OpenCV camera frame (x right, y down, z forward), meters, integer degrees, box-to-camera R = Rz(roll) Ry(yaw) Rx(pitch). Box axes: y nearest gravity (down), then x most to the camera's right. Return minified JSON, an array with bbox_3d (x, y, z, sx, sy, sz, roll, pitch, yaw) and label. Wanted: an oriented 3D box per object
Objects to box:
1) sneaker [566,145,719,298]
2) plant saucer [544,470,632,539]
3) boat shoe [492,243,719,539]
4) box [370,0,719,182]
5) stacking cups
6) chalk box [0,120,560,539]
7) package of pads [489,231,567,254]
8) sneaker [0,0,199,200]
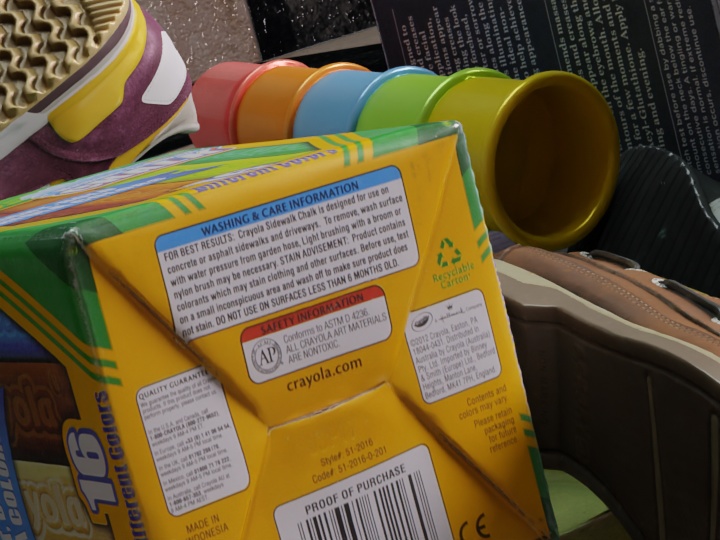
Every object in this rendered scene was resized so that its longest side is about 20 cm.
[{"bbox_3d":[0.136,0.022,0.791,0.088,0.074,0.200,19,13,-30],"label":"sneaker"},{"bbox_3d":[0.010,0.085,0.779,0.200,0.031,0.200,-14,8,2],"label":"plant saucer"},{"bbox_3d":[0.095,0.037,0.681,0.068,0.072,0.200,-14,31,-29],"label":"boat shoe"},{"bbox_3d":[0.125,-0.086,0.938,0.148,0.107,0.200,-17,6,-32],"label":"box"},{"bbox_3d":[0.002,-0.049,0.886,0.060,0.061,0.200,-21,21,-35],"label":"stacking cups"},{"bbox_3d":[-0.061,0.033,0.710,0.125,0.124,0.200,-19,10,-33],"label":"chalk box"},{"bbox_3d":[0.002,0.013,1.080,0.200,0.076,0.120,-18,9,-24],"label":"package of pads"},{"bbox_3d":[-0.142,-0.016,0.850,0.200,0.090,0.075,-36,49,-1],"label":"sneaker"}]
